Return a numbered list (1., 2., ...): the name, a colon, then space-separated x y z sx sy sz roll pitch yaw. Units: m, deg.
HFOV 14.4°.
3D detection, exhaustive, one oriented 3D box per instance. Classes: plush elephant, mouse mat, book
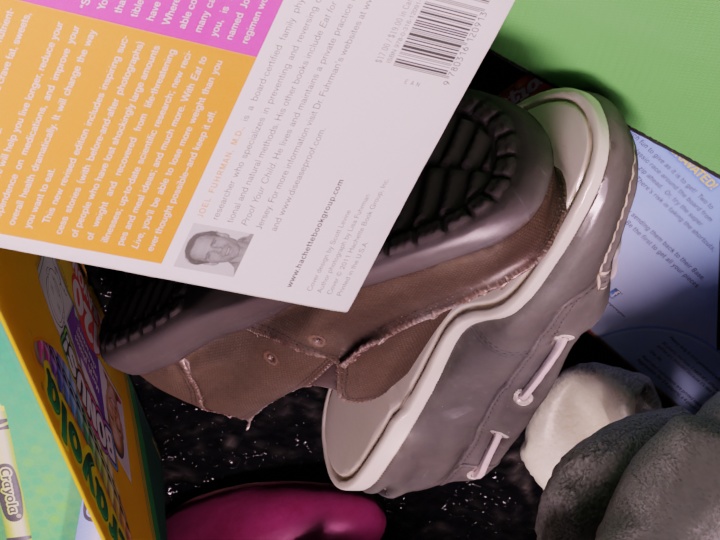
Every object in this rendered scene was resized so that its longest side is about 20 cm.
1. plush elephant: 0.135 0.095 0.974 0.164 0.201 0.155 14 152 -1
2. mouse mat: 0.082 -0.074 0.823 0.199 0.008 0.161 30 163 9
3. book: -0.066 -0.066 0.770 0.199 0.048 0.134 14 123 -26

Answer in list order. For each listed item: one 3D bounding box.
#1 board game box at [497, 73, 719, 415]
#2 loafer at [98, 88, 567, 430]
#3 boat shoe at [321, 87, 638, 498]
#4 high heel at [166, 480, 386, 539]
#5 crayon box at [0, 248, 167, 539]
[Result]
1. board game box: 0.121 -0.008 0.986 0.103 0.019 0.200 -35 126 23
2. loafer: 0.000 0.000 0.916 0.071 0.073 0.200 38 145 -27
3. boat shoe: 0.049 0.009 0.943 0.057 0.067 0.200 5 142 -27
4. high heel: -0.076 0.150 1.046 0.199 0.096 0.067 -28 128 16
5. crayon box: -0.117 0.042 0.934 0.058 0.119 0.201 -14 131 5
